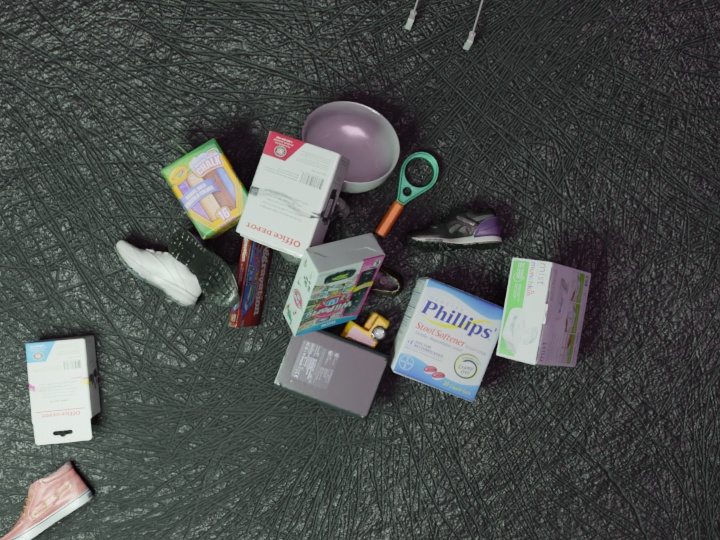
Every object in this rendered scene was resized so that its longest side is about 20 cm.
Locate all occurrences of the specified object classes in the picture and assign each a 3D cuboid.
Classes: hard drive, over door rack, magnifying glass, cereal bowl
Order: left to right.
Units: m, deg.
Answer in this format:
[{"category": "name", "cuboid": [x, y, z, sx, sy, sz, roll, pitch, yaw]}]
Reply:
[{"category": "hard drive", "cuboid": [-0.056, 0.199, 1.379, 0.199, 0.033, 0.140, 21, 88, -1]}, {"category": "cereal bowl", "cuboid": [-0.026, -0.238, 1.401, 0.199, 0.083, 0.201, 5, 65, -11]}, {"category": "magnifying glass", "cuboid": [0.093, -0.159, 1.458, 0.079, 0.022, 0.200, 33, 89, -4]}, {"category": "over door rack", "cuboid": [0.195, -0.580, 1.439, 0.147, 0.067, 0.201, 18, 89, -4]}]

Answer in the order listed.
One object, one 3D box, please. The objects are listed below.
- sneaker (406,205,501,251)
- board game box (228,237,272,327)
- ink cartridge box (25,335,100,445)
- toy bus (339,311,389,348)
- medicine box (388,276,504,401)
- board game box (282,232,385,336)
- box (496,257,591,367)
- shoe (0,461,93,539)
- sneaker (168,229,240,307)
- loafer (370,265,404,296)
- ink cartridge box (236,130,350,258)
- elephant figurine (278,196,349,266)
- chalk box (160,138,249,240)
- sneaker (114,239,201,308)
[{"category": "sneaker", "cuboid": [0.191, -0.089, 1.443, 0.199, 0.076, 0.088, -1, 78, -9]}, {"category": "board game box", "cuboid": [-0.217, 0.013, 1.395, 0.019, 0.103, 0.201, 10, 90, 17]}, {"category": "ink cartridge box", "cuboid": [-0.590, 0.236, 1.384, 0.115, 0.068, 0.201, -4, 90, -4]}, {"category": "toy bus", "cuboid": [-0.021, 0.171, 1.431, 0.078, 0.065, 0.200, 33, 89, -2]}, {"category": "medicine box", "cuboid": [0.175, 0.138, 1.426, 0.181, 0.103, 0.201, 22, 89, -5]}, {"category": "board game box", "cuboid": [-0.053, 0.029, 1.315, 0.147, 0.200, 0.064, -15, 59, -29]}, {"category": "box", "cuboid": [0.373, 0.087, 1.399, 0.176, 0.096, 0.201, 9, 91, -46]}, {"category": "shoe", "cuboid": [-0.644, 0.470, 1.385, 0.200, 0.071, 0.091, -32, 92, -9]}, {"category": "sneaker", "cuboid": [-0.286, -0.006, 1.369, 0.076, 0.087, 0.200, -49, 66, 12]}, {"category": "loafer", "cuboid": [0.000, 0.000, 1.426, 0.199, 0.071, 0.073, 15, 89, -5]}, {"category": "ink cartridge box", "cuboid": [-0.124, -0.137, 1.289, 0.145, 0.083, 0.201, 21, 94, 12]}, {"category": "elephant figurine", "cuboid": [-0.127, -0.083, 1.384, 0.141, 0.155, 0.200, 37, 88, -38]}, {"category": "chalk box", "cuboid": [-0.305, -0.176, 1.375, 0.123, 0.124, 0.201, -31, 94, -3]}, {"category": "sneaker", "cuboid": [-0.403, -0.005, 1.405, 0.200, 0.074, 0.087, 34, 76, -11]}]
